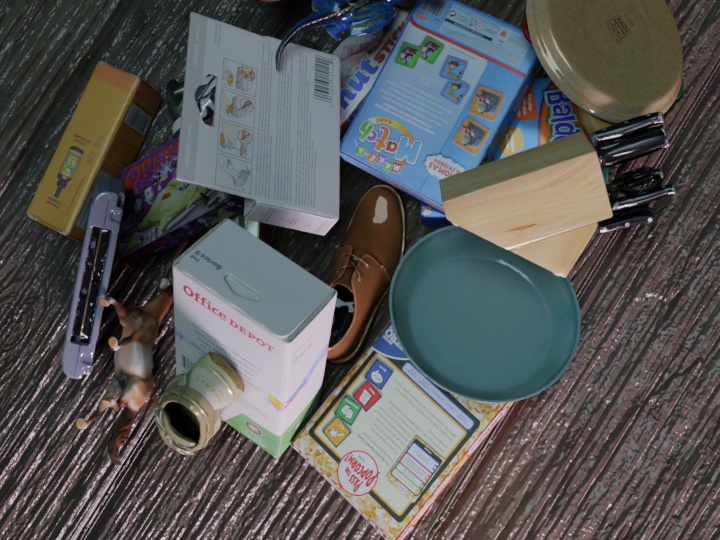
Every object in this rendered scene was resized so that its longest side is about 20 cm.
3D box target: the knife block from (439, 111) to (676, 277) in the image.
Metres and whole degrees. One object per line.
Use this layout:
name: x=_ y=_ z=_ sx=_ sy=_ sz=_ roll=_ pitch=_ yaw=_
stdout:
knife block: x=0.195 y=-0.095 z=0.905 sx=0.197 sy=0.064 sz=0.178 roll=24 pitch=112 yaw=-9

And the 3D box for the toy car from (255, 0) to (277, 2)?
toy car: x=-0.095 y=-0.357 z=1.023 sx=0.164 sy=0.160 sz=0.199 roll=38 pitch=52 yaw=26

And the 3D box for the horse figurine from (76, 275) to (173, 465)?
horse figurine: x=-0.254 y=0.103 z=1.038 sx=0.049 sy=0.132 sz=0.205 roll=11 pitch=95 yaw=12

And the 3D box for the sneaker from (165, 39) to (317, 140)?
sneaker: x=-0.145 y=-0.228 z=1.093 sx=0.197 sy=0.066 sz=0.092 roll=-28 pitch=76 yaw=9

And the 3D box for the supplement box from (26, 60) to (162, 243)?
supplement box: x=-0.312 y=-0.137 z=1.117 sx=0.066 sy=0.069 sz=0.203 roll=23 pitch=84 yaw=18

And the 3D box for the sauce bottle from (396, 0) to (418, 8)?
sauce bottle: x=0.090 y=-0.390 z=1.064 sx=0.065 sy=0.066 sz=0.202 roll=27 pitch=74 yaw=16

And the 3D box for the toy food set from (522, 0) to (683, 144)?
toy food set: x=0.250 y=-0.234 z=0.962 sx=0.199 sy=0.049 sz=0.199 roll=40 pitch=61 yaw=-6

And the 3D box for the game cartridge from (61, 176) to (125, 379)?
game cartridge: x=-0.294 y=0.002 z=1.043 sx=0.040 sy=0.133 sz=0.205 roll=12 pitch=99 yaw=-13

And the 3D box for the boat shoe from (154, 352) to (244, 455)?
boat shoe: x=-0.177 y=0.149 z=0.967 sx=0.073 sy=0.200 sz=0.063 roll=45 pitch=55 yaw=-3

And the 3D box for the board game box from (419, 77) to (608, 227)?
board game box: x=0.165 y=-0.125 z=1.010 sx=0.195 sy=0.045 sz=0.156 roll=0 pitch=79 yaw=13

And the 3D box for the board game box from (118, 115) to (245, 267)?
board game box: x=-0.194 y=-0.095 z=1.051 sx=0.197 sy=0.032 sz=0.122 roll=-24 pitch=53 yaw=29

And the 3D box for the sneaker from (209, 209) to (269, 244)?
sneaker: x=-0.147 y=-0.091 z=1.065 sx=0.088 sy=0.067 sz=0.205 roll=2 pitch=82 yaw=9

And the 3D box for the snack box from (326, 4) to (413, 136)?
snack box: x=-0.008 y=-0.228 z=1.082 sx=0.072 sy=0.024 sz=0.201 roll=39 pitch=90 yaw=16

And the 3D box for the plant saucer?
plant saucer: x=0.124 y=0.046 z=0.961 sx=0.195 sy=0.036 sz=0.204 roll=3 pitch=59 yaw=-4

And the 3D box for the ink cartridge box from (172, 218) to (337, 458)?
ink cartridge box: x=-0.110 y=0.071 z=0.954 sx=0.144 sy=0.202 sz=0.088 roll=31 pitch=53 yaw=18

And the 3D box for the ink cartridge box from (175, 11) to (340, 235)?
ink cartridge box: x=-0.105 y=-0.151 z=0.978 sx=0.173 sy=0.045 sz=0.204 roll=12 pitch=63 yaw=-23

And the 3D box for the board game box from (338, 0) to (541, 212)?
board game box: x=0.086 y=-0.178 z=0.997 sx=0.149 sy=0.037 sz=0.203 roll=28 pitch=87 yaw=19

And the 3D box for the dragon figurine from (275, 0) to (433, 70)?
dragon figurine: x=-0.003 y=-0.275 z=0.975 sx=0.197 sy=0.099 sz=0.060 roll=-29 pitch=108 yaw=-16

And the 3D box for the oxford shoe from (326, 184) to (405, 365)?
oxford shoe: x=0.000 y=0.000 z=1.013 sx=0.070 sy=0.071 sz=0.204 roll=14 pitch=81 yaw=17

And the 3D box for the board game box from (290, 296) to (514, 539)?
board game box: x=0.046 y=0.155 z=0.983 sx=0.151 sy=0.046 sz=0.201 roll=41 pitch=90 yaw=17
